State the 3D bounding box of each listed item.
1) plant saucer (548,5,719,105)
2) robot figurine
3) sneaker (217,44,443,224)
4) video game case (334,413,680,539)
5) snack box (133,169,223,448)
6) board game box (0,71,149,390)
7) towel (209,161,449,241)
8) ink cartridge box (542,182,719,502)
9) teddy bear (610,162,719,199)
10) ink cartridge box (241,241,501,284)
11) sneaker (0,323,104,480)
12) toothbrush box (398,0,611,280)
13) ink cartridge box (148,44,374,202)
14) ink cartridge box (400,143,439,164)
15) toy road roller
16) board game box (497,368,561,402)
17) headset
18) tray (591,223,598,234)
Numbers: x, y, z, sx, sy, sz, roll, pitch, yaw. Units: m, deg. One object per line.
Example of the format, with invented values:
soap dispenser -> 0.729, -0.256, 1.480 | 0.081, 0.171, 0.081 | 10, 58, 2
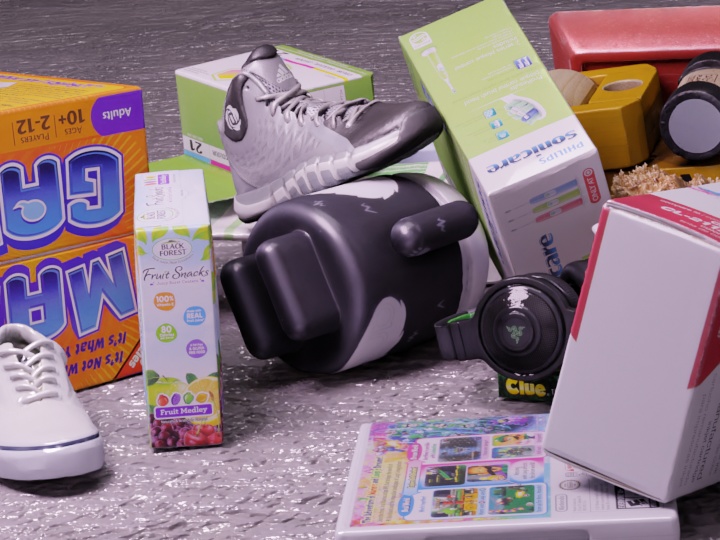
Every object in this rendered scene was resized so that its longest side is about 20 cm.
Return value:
plant saucer -> 0.259, -0.119, 2.038 | 0.199, 0.200, 0.037 | -1, 33, 15
robot figurine -> -0.001, -0.001, 1.719 | 0.150, 0.125, 0.200 | 25, 29, 39
sneaker -> -0.036, -0.113, 1.764 | 0.200, 0.116, 0.075 | -22, -1, 41
video game case -> 0.083, 0.119, 1.396 | 0.181, 0.024, 0.200 | -4, 14, 5
snack box -> -0.119, 0.020, 1.627 | 0.053, 0.143, 0.200 | -5, 13, -4
board game box -> -0.280, -0.022, 1.737 | 0.199, 0.201, 0.200 | -15, 16, -39
towel -> -0.031, -0.053, 1.893 | 0.199, 0.023, 0.153 | 0, 19, 13
ink cartridge box -> 0.198, 0.032, 1.382 | 0.083, 0.146, 0.200 | 22, 18, 31
teddy bear -> 0.238, -0.022, 1.780 | 0.067, 0.145, 0.200 | -42, -2, 18
ink cartridge box -> 0.005, -0.025, 1.956 | 0.199, 0.067, 0.116 | -5, 13, -3
sneaker -> -0.208, 0.080, 1.552 | 0.073, 0.071, 0.200 | -9, 13, -19
toothbrush box -> 0.111, -0.076, 1.772 | 0.086, 0.146, 0.200 | -23, 42, -1
ink cartridge box -> -0.107, -0.110, 1.932 | 0.199, 0.076, 0.148 | -15, 21, -29
ink cartridge box -> 0.040, -0.066, 2.055 | 0.199, 0.042, 0.119 | -3, -27, -3
toy road roller -> 0.221, -0.083, 1.957 | 0.199, 0.147, 0.123 | -3, 19, 17
board game box -> 0.183, 0.053, 1.657 | 0.104, 0.024, 0.200 | 6, 16, 31
headset -> 0.135, 0.041, 1.569 | 0.123, 0.094, 0.200 | -15, 2, -35
tray -> 0.250, 0.013, 1.597 | 0.107, 0.022, 0.200 | -13, 45, -38
